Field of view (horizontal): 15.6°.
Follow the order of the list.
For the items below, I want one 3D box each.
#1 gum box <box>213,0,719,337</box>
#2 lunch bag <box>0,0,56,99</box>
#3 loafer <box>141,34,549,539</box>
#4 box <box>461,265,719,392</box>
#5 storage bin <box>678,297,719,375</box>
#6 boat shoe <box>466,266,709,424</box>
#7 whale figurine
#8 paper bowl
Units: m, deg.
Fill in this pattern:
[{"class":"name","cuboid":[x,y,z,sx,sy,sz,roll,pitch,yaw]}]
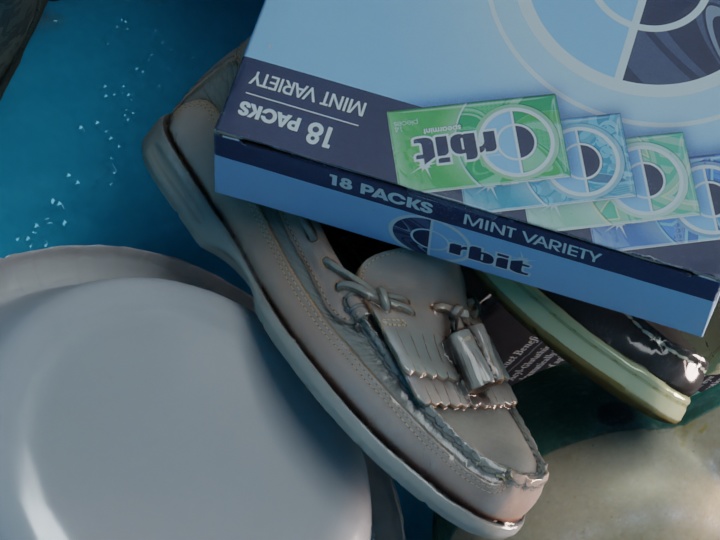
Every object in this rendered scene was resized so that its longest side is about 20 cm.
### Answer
[{"class":"gum box","cuboid":[0.061,-0.095,0.883,0.169,0.045,0.201,16,63,5]},{"class":"lunch bag","cuboid":[-0.146,-0.146,0.939,0.117,0.164,0.201,24,53,-8]},{"class":"loafer","cuboid":[0.000,0.000,0.881,0.200,0.063,0.072,49,21,28]},{"class":"box","cuboid":[0.111,-0.036,1.059,0.199,0.104,0.149,5,60,-27]},{"class":"storage bin","cuboid":[0.186,-0.071,0.994,0.199,0.094,0.200,-2,62,-31]},{"class":"boat shoe","cuboid":[0.057,-0.030,0.916,0.201,0.066,0.072,47,8,35]},{"class":"whale figurine","cuboid":[0.122,0.085,0.964,0.198,0.160,0.104,-5,47,-14]},{"class":"paper bowl","cuboid":[-0.077,0.084,0.879,0.199,0.104,0.202,13,56,-21]}]
